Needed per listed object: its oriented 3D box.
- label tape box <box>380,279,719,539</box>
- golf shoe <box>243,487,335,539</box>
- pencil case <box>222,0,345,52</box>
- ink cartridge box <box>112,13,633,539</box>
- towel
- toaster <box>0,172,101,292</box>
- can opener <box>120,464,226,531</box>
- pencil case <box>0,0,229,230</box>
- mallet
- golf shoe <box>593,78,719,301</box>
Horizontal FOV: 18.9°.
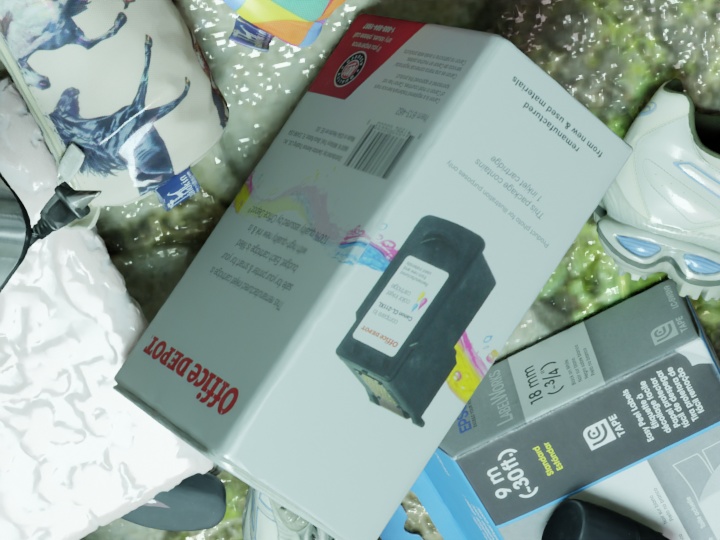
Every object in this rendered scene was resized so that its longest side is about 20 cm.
[{"bbox_3d":[0.102,0.112,1.081,0.199,0.063,0.145,-27,121,9],"label":"label tape box"},{"bbox_3d":[-0.033,0.103,1.045,0.078,0.097,0.202,-3,97,-32],"label":"golf shoe"},{"bbox_3d":[0.001,-0.182,0.872,0.088,0.089,0.200,32,111,-24],"label":"pencil case"},{"bbox_3d":[0.000,0.000,0.906,0.083,0.146,0.201,36,85,-25],"label":"ink cartridge box"},{"bbox_3d":[-0.190,0.044,0.970,0.190,0.032,0.201,-29,100,2],"label":"towel"},{"bbox_3d":[-0.240,-0.015,0.843,0.200,0.181,0.118,-51,159,16],"label":"toaster"},{"bbox_3d":[-0.148,0.064,1.017,0.199,0.067,0.054,25,116,-21],"label":"can opener"},{"bbox_3d":[-0.130,-0.115,0.894,0.077,0.090,0.201,2,134,40],"label":"pencil case"},{"bbox_3d":[0.094,0.209,1.051,0.065,0.041,0.202,16,102,-21],"label":"mallet"},{"bbox_3d":[0.211,-0.031,1.002,0.198,0.078,0.098,10,114,-15],"label":"golf shoe"}]
